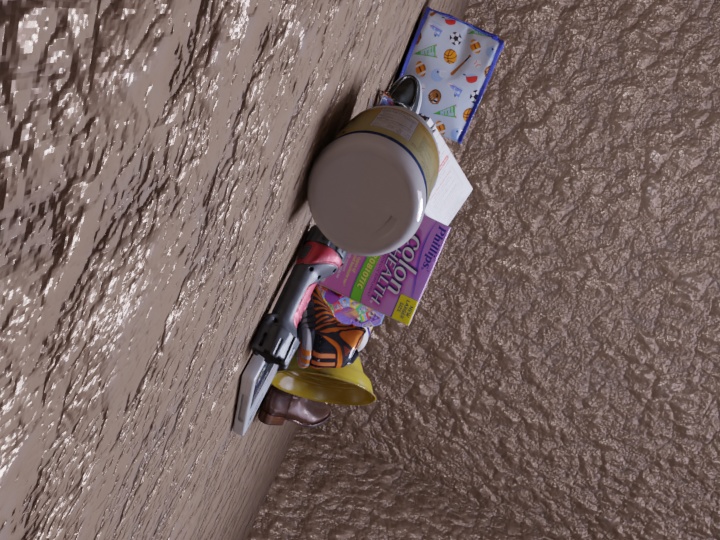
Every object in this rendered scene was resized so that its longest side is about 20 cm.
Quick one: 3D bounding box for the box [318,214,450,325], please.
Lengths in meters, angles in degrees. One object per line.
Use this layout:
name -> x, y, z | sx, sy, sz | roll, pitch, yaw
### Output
box -> 0.029, -0.032, 1.096 | 0.097, 0.197, 0.179 | -40, 154, -85

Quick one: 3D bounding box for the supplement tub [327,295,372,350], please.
supplement tub -> -0.025, 0.048, 1.284 | 0.146, 0.143, 0.202 | 111, 4, -52

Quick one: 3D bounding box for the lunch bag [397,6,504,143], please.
lunch bag -> 0.162, -0.374, 1.229 | 0.124, 0.167, 0.203 | -68, 180, -69

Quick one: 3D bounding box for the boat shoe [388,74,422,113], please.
boat shoe -> 0.058, -0.268, 1.141 | 0.057, 0.068, 0.203 | 101, 14, -77

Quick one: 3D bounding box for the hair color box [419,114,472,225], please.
hair color box -> 0.112, -0.167, 1.128 | 0.112, 0.063, 0.200 | -53, 138, -9

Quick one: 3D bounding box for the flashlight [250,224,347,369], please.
flashlight -> -0.079, 0.035, 0.885 | 0.068, 0.066, 0.203 | 97, 15, -66

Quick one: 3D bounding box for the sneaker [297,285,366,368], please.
sneaker -> -0.051, 0.098, 1.085 | 0.202, 0.110, 0.079 | -98, -160, -53

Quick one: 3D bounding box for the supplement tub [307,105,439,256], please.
supplement tub -> 0.025, -0.122, 0.807 | 0.201, 0.142, 0.146 | -63, 176, -60

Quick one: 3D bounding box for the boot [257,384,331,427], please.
boot -> -0.098, 0.207, 1.264 | 0.184, 0.064, 0.203 | 7, 110, -47

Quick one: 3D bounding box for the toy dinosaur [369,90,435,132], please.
toy dinosaur -> 0.013, -0.208, 1.022 | 0.198, 0.105, 0.183 | -31, -156, 21

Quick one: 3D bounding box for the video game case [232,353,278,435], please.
video game case -> -0.138, 0.128, 0.986 | 0.183, 0.023, 0.202 | 111, 4, -50

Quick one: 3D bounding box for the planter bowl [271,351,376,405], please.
planter bowl -> -0.062, 0.172, 1.144 | 0.201, 0.196, 0.085 | 108, -7, -66

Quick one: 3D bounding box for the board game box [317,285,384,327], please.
board game box -> 0.000, 0.000, 1.187 | 0.203, 0.156, 0.039 | -65, -172, -26
